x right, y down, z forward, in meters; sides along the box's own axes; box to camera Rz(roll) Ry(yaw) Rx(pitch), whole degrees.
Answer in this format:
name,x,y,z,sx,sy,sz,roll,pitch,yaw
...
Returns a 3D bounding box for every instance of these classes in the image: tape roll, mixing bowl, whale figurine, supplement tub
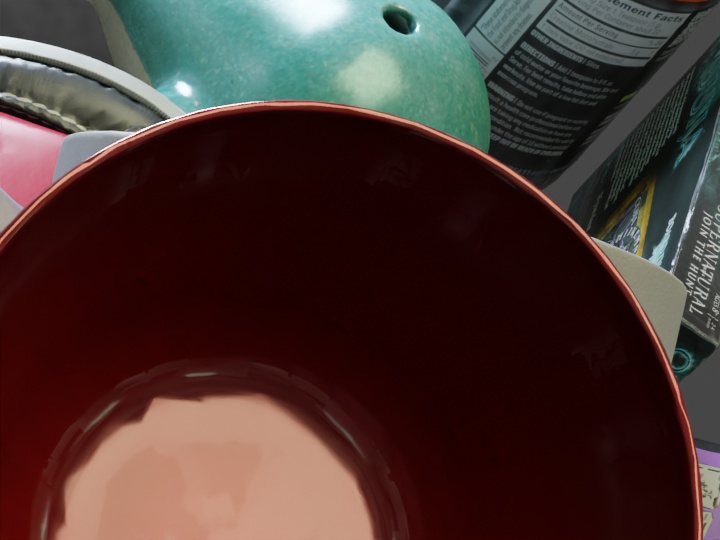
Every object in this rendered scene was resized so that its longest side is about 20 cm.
name,x,y,z,sx,sy,sz,roll,pitch,yaw
tape roll,0.000,0.000,0.882,0.203,0.203,0.037,16,84,-26
mixing bowl,-0.023,0.065,0.734,0.200,0.108,0.200,4,76,-16
whale figurine,-0.036,-0.087,1.070,0.200,0.104,0.159,47,41,7
supplement tub,0.090,-0.126,1.126,0.107,0.200,0.107,21,43,-22

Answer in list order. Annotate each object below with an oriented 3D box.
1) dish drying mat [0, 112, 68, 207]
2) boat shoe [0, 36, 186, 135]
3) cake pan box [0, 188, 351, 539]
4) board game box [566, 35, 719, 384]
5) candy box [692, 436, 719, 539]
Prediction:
name,x,y,z,sx,sy,sz,roll,pitch,yaw
dish drying mat,-0.187,-0.043,0.939,0.200,0.018,0.077,17,43,-2
boat shoe,-0.072,-0.011,0.996,0.200,0.076,0.060,27,42,-9
cake pan box,-0.127,0.076,0.787,0.184,0.052,0.200,45,64,-1
board game box,0.106,-0.003,1.079,0.028,0.135,0.200,33,41,-9
candy box,0.125,0.133,0.830,0.200,0.072,0.168,14,36,15
